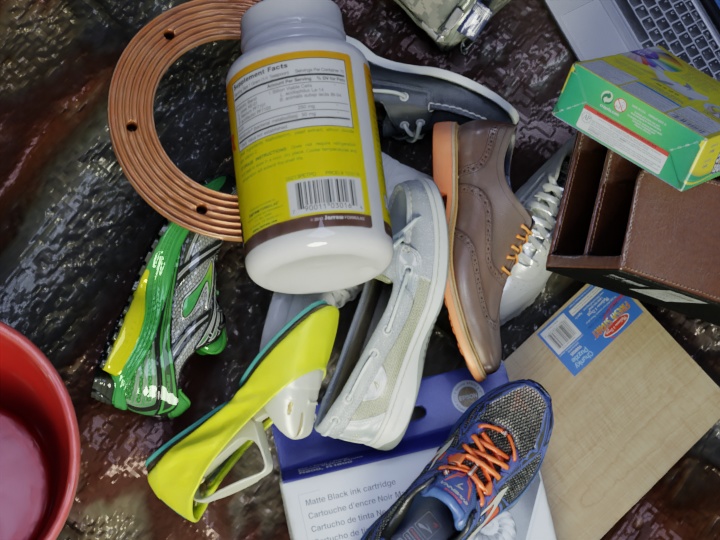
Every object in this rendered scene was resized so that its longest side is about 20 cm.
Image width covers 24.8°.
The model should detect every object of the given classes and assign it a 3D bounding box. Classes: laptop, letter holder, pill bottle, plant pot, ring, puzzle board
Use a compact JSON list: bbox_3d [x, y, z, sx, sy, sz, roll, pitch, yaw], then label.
[{"bbox_3d":[0.270,-0.236,1.341,0.198,0.116,0.189,-27,79,-12],"label":"laptop"},{"bbox_3d":[0.262,-0.043,1.251,0.198,0.100,0.144,17,83,-26],"label":"letter holder"},{"bbox_3d":[-0.040,-0.093,1.183,0.108,0.109,0.203,-5,72,-8],"label":"pill bottle"},{"bbox_3d":[-0.289,0.144,1.146,0.197,0.177,0.203,2,75,-7],"label":"plant pot"},{"bbox_3d":[-0.095,-0.116,1.248,0.198,0.019,0.203,5,69,-12],"label":"ring"},{"bbox_3d":[0.176,0.117,1.291,0.200,0.017,0.151,-41,82,-15],"label":"puzzle board"}]

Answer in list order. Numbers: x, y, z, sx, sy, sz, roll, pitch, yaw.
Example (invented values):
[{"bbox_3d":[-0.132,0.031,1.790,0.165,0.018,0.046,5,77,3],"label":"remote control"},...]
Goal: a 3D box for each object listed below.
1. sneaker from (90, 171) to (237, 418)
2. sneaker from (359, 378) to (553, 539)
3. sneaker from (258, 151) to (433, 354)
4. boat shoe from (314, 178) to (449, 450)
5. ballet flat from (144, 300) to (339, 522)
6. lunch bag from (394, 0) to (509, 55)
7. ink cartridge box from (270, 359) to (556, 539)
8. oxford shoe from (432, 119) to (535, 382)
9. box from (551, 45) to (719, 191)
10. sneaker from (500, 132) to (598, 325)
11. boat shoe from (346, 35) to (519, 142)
[{"bbox_3d":[-0.135,0.019,1.258,0.084,0.078,0.202,24,80,-10],"label":"sneaker"},{"bbox_3d":[0.073,0.161,1.179,0.075,0.078,0.201,38,79,6],"label":"sneaker"},{"bbox_3d":[0.000,0.000,1.271,0.114,0.074,0.202,21,73,2],"label":"sneaker"},{"bbox_3d":[0.017,0.029,1.211,0.064,0.074,0.205,13,91,-21],"label":"boat shoe"},{"bbox_3d":[-0.075,0.111,1.209,0.200,0.067,0.067,-43,70,12],"label":"ballet flat"},{"bbox_3d":[0.063,-0.296,1.328,0.200,0.139,0.168,43,93,7],"label":"lunch bag"},{"bbox_3d":[0.043,0.182,1.234,0.197,0.041,0.203,-14,79,-5],"label":"ink cartridge box"},{"bbox_3d":[0.097,-0.018,1.240,0.072,0.071,0.203,-6,82,9],"label":"oxford shoe"},{"bbox_3d":[0.236,-0.119,1.225,0.117,0.199,0.049,34,118,22],"label":"box"},{"bbox_3d":[0.144,-0.042,1.295,0.076,0.081,0.201,38,76,3],"label":"sneaker"},{"bbox_3d":[0.027,-0.134,1.312,0.198,0.076,0.061,19,73,11],"label":"boat shoe"}]
